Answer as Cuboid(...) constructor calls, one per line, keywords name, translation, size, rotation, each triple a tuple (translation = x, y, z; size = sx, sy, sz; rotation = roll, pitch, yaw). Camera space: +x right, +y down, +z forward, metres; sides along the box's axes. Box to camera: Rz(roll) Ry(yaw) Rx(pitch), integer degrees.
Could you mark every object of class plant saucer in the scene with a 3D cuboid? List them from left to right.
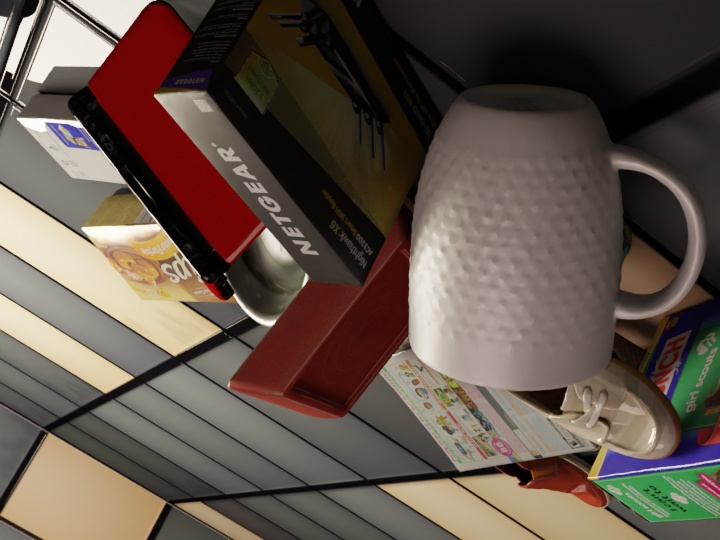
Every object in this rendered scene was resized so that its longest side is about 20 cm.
Cuboid(name="plant saucer", translation=(-0.073, -0.054, 0.885), size=(0.050, 0.203, 0.199), rotation=(-11, 175, -32))
Cuboid(name="plant saucer", translation=(-0.002, 0.045, 0.858), size=(0.037, 0.201, 0.200), rotation=(39, 180, 23))

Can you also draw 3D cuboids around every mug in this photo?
Cuboid(name="mug", translation=(0.131, -0.027, 0.682), size=(0.197, 0.148, 0.178), rotation=(8, 113, 19))

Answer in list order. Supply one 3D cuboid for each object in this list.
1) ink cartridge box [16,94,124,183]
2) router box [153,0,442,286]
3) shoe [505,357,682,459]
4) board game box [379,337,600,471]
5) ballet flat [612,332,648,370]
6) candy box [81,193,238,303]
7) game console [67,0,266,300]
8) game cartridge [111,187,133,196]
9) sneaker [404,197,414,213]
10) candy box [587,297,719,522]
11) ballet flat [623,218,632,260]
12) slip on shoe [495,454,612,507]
Cuboid(name="ink cartridge box", translation=(-0.248, -0.130, 1.020), size=(0.198, 0.040, 0.100), rotation=(11, 150, 35))
Cuboid(name="router box", translation=(-0.031, -0.111, 0.697), size=(0.052, 0.159, 0.200), rotation=(5, 148, 38))
Cuboid(name="shoe", translation=(0.144, 0.086, 0.758), size=(0.199, 0.053, 0.071), rotation=(30, 125, 32))
Cuboid(name="board game box", translation=(0.120, 0.103, 0.925), size=(0.148, 0.064, 0.199), rotation=(51, 146, -9))
Cuboid(name="ballet flat", translation=(0.193, 0.069, 0.899), size=(0.199, 0.046, 0.068), rotation=(33, 124, 13))
Cuboid(name="candy box", translation=(-0.190, -0.024, 1.061), size=(0.198, 0.056, 0.116), rotation=(-1, 136, 41))
Cuboid(name="game console", translation=(-0.143, -0.095, 0.869), size=(0.201, 0.118, 0.172), rotation=(51, 173, 8))
Cuboid(name="game cartridge", translation=(-0.178, -0.028, 1.148), size=(0.198, 0.041, 0.134), rotation=(15, 149, 26))
Cuboid(name="sneaker", translation=(0.000, 0.000, 0.939), size=(0.075, 0.090, 0.201), rotation=(36, 155, 22))
Cuboid(name="candy box", translation=(0.285, 0.098, 0.764), size=(0.077, 0.170, 0.200), rotation=(36, 154, -8))
Cuboid(name="ballet flat", translation=(0.119, -0.019, 0.819), size=(0.198, 0.076, 0.068), rotation=(8, 150, 37))
Cuboid(name="slip on shoe", translation=(0.217, 0.244, 1.238), size=(0.198, 0.062, 0.074), rotation=(29, 153, -7))
